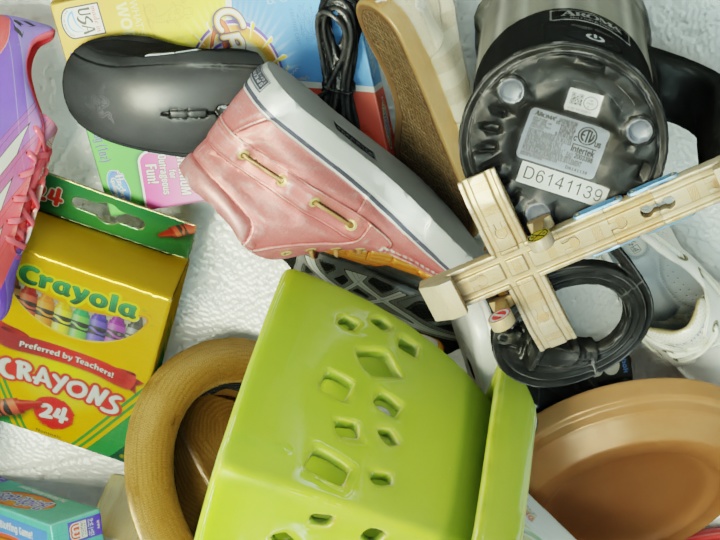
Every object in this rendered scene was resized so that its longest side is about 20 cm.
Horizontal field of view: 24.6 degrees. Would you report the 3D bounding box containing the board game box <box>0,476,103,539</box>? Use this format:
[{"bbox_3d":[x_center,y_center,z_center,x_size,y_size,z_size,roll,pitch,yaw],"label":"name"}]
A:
[{"bbox_3d":[-0.236,0.264,1.214,0.151,0.045,0.202,4,103,50],"label":"board game box"}]

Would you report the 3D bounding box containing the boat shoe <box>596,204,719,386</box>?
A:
[{"bbox_3d":[0.214,0.031,1.109,0.071,0.069,0.200,-38,106,19],"label":"boat shoe"}]

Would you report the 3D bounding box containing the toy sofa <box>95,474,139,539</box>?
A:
[{"bbox_3d":[-0.162,0.264,1.257,0.097,0.083,0.202,12,116,3],"label":"toy sofa"}]

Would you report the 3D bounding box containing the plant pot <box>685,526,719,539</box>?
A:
[{"bbox_3d":[0.270,0.310,1.169,0.198,0.201,0.184,-8,123,11],"label":"plant pot"}]

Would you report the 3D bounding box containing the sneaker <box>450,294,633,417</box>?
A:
[{"bbox_3d":[0.127,0.061,1.108,0.111,0.073,0.201,-19,144,-2],"label":"sneaker"}]

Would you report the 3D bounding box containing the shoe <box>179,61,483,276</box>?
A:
[{"bbox_3d":[-0.017,-0.037,1.039,0.200,0.072,0.091,38,106,-24],"label":"shoe"}]

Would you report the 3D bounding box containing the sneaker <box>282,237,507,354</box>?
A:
[{"bbox_3d":[0.000,0.000,1.119,0.198,0.078,0.078,21,121,-4],"label":"sneaker"}]

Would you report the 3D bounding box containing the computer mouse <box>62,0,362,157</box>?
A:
[{"bbox_3d":[-0.093,-0.130,1.037,0.198,0.046,0.142,10,117,2],"label":"computer mouse"}]

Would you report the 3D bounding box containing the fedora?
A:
[{"bbox_3d":[-0.094,0.152,1.174,0.201,0.201,0.082,46,149,-14],"label":"fedora"}]

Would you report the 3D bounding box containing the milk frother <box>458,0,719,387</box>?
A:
[{"bbox_3d":[0.124,-0.062,1.011,0.180,0.189,0.201,33,115,-8],"label":"milk frother"}]

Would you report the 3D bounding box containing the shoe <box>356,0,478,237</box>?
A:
[{"bbox_3d":[0.053,-0.103,1.059,0.070,0.053,0.201,29,150,41],"label":"shoe"}]

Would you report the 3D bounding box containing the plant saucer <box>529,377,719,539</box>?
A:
[{"bbox_3d":[0.180,0.146,1.134,0.198,0.038,0.201,-8,142,-6],"label":"plant saucer"}]

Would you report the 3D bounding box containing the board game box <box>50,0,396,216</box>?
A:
[{"bbox_3d":[-0.087,-0.127,1.088,0.198,0.040,0.154,-9,114,11],"label":"board game box"}]

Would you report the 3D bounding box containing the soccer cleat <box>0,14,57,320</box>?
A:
[{"bbox_3d":[-0.228,-0.064,1.058,0.072,0.068,0.202,-3,88,-11],"label":"soccer cleat"}]

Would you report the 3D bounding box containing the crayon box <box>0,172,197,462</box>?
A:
[{"bbox_3d":[-0.196,0.035,1.147,0.126,0.051,0.201,18,129,-1],"label":"crayon box"}]

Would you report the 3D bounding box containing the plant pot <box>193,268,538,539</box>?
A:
[{"bbox_3d":[-0.001,0.151,0.998,0.180,0.200,0.201,17,125,-1],"label":"plant pot"}]

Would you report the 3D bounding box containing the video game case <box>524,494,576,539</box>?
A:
[{"bbox_3d":[0.082,0.209,1.154,0.182,0.023,0.200,43,144,8],"label":"video game case"}]

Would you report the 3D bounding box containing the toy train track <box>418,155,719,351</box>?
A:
[{"bbox_3d":[0.125,-0.015,0.910,0.199,0.033,0.115,-23,111,16],"label":"toy train track"}]
